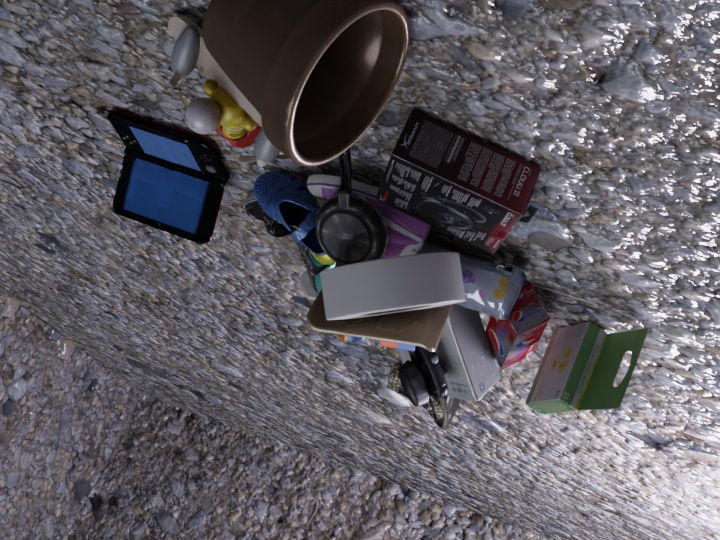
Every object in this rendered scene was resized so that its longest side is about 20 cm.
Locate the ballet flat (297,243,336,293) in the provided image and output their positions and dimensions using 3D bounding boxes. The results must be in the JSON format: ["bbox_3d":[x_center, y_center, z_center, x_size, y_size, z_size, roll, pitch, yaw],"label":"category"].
[{"bbox_3d":[-0.072,-0.025,1.787,0.072,0.072,0.200,19,155,17],"label":"ballet flat"}]

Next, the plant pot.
[{"bbox_3d":[-0.072,-0.241,1.098,0.175,0.200,0.200,37,165,22],"label":"plant pot"}]

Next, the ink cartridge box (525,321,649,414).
[{"bbox_3d":[0.354,0.152,1.596,0.048,0.146,0.200,31,159,-14],"label":"ink cartridge box"}]

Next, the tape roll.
[{"bbox_3d":[0.046,0.023,1.421,0.202,0.071,0.202,-8,175,-1],"label":"tape roll"}]

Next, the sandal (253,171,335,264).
[{"bbox_3d":[-0.100,-0.093,1.545,0.200,0.080,0.087,41,-175,34],"label":"sandal"}]

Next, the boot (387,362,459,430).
[{"bbox_3d":[0.143,0.283,2.292,0.154,0.074,0.204,22,156,16],"label":"boot"}]

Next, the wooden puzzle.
[{"bbox_3d":[0.035,0.062,1.565,0.200,0.185,0.046,12,123,11],"label":"wooden puzzle"}]

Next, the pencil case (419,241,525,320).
[{"bbox_3d":[0.145,0.009,1.531,0.200,0.083,0.091,17,150,23],"label":"pencil case"}]

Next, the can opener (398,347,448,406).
[{"bbox_3d":[0.095,0.124,1.682,0.063,0.079,0.200,-8,101,42],"label":"can opener"}]

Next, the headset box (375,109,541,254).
[{"bbox_3d":[0.131,-0.107,1.310,0.200,0.077,0.149,24,161,2],"label":"headset box"}]

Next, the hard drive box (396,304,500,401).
[{"bbox_3d":[0.135,0.115,1.743,0.156,0.077,0.200,5,125,45],"label":"hard drive box"}]

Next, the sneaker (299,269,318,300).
[{"bbox_3d":[-0.013,0.042,1.901,0.200,0.077,0.082,23,-173,8],"label":"sneaker"}]

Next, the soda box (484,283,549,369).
[{"bbox_3d":[0.253,0.094,1.656,0.070,0.063,0.200,62,170,19],"label":"soda box"}]

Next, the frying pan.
[{"bbox_3d":[-0.006,-0.083,1.431,0.115,0.031,0.190,26,123,12],"label":"frying pan"}]

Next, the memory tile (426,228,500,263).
[{"bbox_3d":[0.140,-0.022,1.604,0.200,0.017,0.153,5,152,45],"label":"memory tile"}]

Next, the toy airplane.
[{"bbox_3d":[-0.157,-0.224,1.259,0.200,0.141,0.199,23,146,54],"label":"toy airplane"}]

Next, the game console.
[{"bbox_3d":[-0.334,-0.155,1.679,0.200,0.119,0.172,19,160,16],"label":"game console"}]

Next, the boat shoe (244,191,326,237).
[{"bbox_3d":[-0.125,-0.085,1.683,0.200,0.066,0.070,10,155,35],"label":"boat shoe"}]

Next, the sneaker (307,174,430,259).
[{"bbox_3d":[-0.001,-0.070,1.488,0.200,0.115,0.073,20,-179,18],"label":"sneaker"}]
